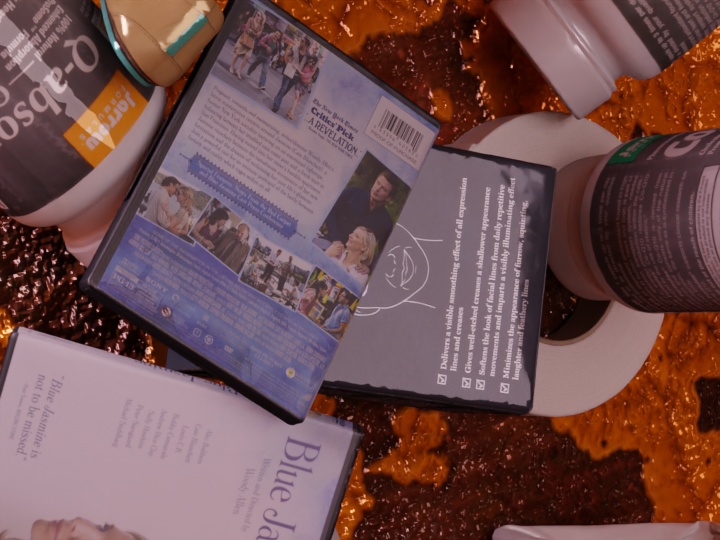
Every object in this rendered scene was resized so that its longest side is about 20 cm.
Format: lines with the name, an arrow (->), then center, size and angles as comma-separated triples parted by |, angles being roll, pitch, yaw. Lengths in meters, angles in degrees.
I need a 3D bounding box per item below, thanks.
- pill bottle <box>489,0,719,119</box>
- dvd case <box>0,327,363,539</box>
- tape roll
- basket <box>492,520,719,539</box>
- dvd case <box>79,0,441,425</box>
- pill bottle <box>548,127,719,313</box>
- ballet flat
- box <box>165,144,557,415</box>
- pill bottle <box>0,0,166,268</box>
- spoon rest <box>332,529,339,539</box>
pill bottle -> 0.188, -0.195, 1.381 | 0.200, 0.114, 0.114 | -38, 113, 7
dvd case -> -0.113, 0.127, 1.186 | 0.199, 0.018, 0.144 | 16, 98, -6
tape roll -> 0.119, -0.005, 1.421 | 0.202, 0.037, 0.204 | 1, 89, -34
basket -> 0.195, 0.234, 1.409 | 0.199, 0.135, 0.124 | 3, 91, -34
dvd case -> -0.050, -0.037, 1.172 | 0.142, 0.018, 0.201 | 34, 66, -19
pill bottle -> 0.208, -0.030, 1.339 | 0.113, 0.200, 0.114 | 1, 88, -34
ballet flat -> -0.118, -0.167, 1.175 | 0.063, 0.200, 0.069 | -38, 131, 7
box -> 0.000, 0.000, 1.275 | 0.199, 0.107, 0.150 | 10, 83, -21
pill bottle -> -0.178, -0.098, 1.174 | 0.200, 0.116, 0.117 | 47, 65, -23
spoon rest -> -0.098, 0.133, 1.247 | 0.199, 0.099, 0.061 | 27, 102, -18
